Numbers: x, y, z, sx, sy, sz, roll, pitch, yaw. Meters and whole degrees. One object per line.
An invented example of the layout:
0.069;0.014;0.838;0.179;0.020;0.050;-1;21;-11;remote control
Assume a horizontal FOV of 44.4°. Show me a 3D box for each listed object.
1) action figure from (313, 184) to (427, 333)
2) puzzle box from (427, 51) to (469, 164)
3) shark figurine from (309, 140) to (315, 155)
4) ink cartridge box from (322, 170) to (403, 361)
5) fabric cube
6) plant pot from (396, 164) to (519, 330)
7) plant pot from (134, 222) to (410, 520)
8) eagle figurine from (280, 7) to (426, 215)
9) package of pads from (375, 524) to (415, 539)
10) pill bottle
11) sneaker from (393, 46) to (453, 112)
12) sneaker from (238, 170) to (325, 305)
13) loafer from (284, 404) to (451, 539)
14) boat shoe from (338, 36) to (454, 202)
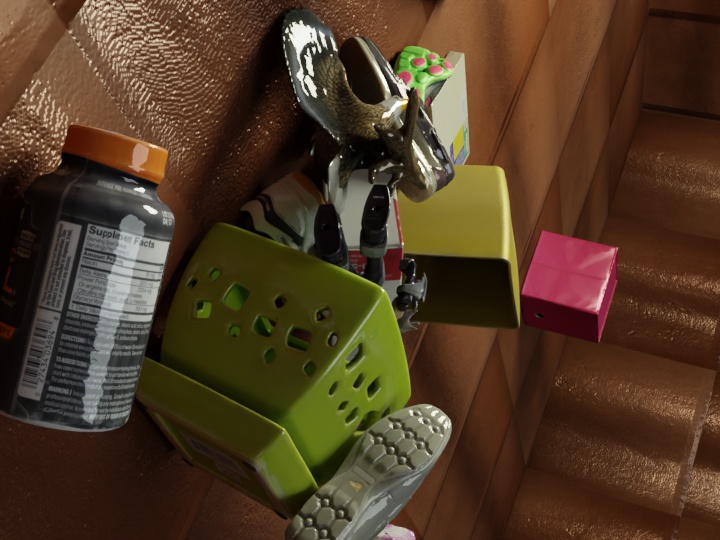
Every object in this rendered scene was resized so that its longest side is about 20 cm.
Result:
0.002;0.007;0.875;0.201;0.129;0.070;84;-1;-56;action figure
0.131;-0.216;1.367;0.201;0.025;0.134;79;33;-47;puzzle box
0.004;-0.100;1.059;0.128;0.089;0.216;-41;138;-52;shark figurine
0.000;0.000;1.015;0.148;0.082;0.201;-96;-175;-47;ink cartridge box
0.541;0.045;2.275;0.197;0.198;0.201;63;46;-60;fabric cube
0.136;-0.044;1.291;0.201;0.198;0.178;67;31;-56;plant pot
-0.086;0.105;0.832;0.182;0.199;0.200;-55;152;-25;plant pot
-0.013;-0.154;0.895;0.150;0.200;0.153;-3;125;-51;eagle figurine
0.027;0.540;1.510;0.120;0.075;0.202;28;77;-64;package of pads
-0.193;0.002;0.622;0.106;0.105;0.202;13;91;-68;pill bottle
0.062;-0.228;1.160;0.200;0.076;0.084;-56;176;-43;sneaker
-0.089;-0.016;0.930;0.087;0.076;0.201;-29;144;-24;sneaker
0.009;0.200;0.811;0.199;0.070;0.070;-37;149;-27;loafer
0.042;-0.177;1.008;0.064;0.072;0.201;-27;87;-32;boat shoe
